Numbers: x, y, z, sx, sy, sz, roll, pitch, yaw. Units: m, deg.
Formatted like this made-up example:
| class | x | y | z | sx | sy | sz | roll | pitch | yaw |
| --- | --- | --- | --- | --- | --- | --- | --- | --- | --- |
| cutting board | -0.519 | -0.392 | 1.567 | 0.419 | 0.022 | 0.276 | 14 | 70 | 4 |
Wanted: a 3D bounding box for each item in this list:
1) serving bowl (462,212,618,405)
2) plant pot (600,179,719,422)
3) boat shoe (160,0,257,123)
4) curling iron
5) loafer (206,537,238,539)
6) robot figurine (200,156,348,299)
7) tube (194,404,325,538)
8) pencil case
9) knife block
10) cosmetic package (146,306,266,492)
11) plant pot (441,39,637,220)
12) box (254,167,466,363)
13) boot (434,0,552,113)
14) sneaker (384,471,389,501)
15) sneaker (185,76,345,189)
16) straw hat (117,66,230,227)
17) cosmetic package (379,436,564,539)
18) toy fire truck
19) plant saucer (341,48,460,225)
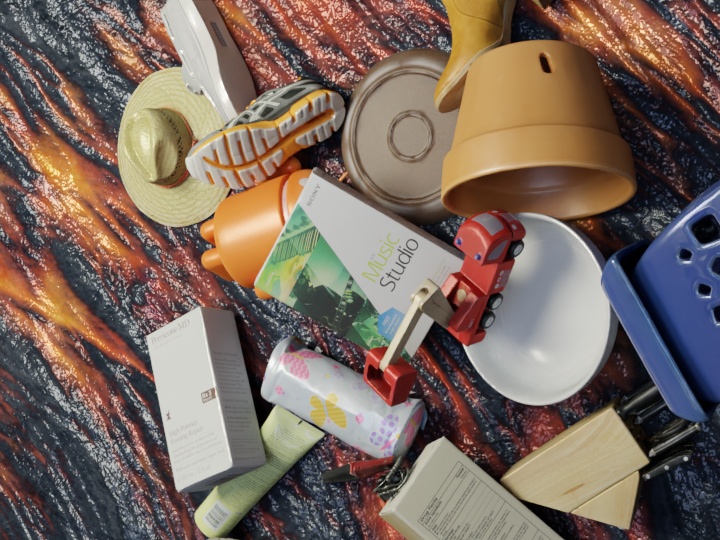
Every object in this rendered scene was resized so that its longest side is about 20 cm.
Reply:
| class | x | y | z | sx | sy | sz | roll | pitch | yaw |
| --- | --- | --- | --- | --- | --- | --- | --- | --- | --- |
| serving bowl | 0.198 | 0.039 | 1.069 | 0.198 | 0.065 | 0.205 | 4 | 96 | 45 |
| plant pot | 0.352 | 0.024 | 0.951 | 0.178 | 0.199 | 0.203 | -32 | 83 | 27 |
| boat shoe | -0.192 | -0.255 | 1.222 | 0.068 | 0.072 | 0.203 | -31 | 83 | 28 |
| curling iron | -0.002 | 0.237 | 1.144 | 0.026 | 0.050 | 0.199 | 43 | 155 | -14 |
| loafer | -0.108 | 0.381 | 1.242 | 0.196 | 0.070 | 0.071 | 12 | 58 | 11 |
| robot figurine | -0.095 | -0.050 | 1.172 | 0.197 | 0.145 | 0.118 | -17 | 115 | 23 |
| tube | -0.132 | 0.255 | 1.247 | 0.052 | 0.058 | 0.201 | 48 | 110 | 24 |
| pencil case | -0.021 | 0.152 | 1.171 | 0.197 | 0.090 | 0.085 | 25 | 112 | 19 |
| knife block | 0.262 | 0.175 | 1.068 | 0.196 | 0.064 | 0.180 | 11 | 98 | 22 |
| cosmetic package | -0.191 | 0.158 | 1.222 | 0.101 | 0.074 | 0.204 | -27 | 70 | 27 |
| plant pot | 0.180 | -0.142 | 1.021 | 0.196 | 0.200 | 0.143 | -5 | 76 | 22 |
| box | 0.000 | 0.000 | 1.093 | 0.197 | 0.036 | 0.146 | 29 | 105 | -4 |
| boot | 0.111 | -0.289 | 1.092 | 0.144 | 0.071 | 0.202 | 43 | 96 | 20 |
| sneaker | 0.073 | 0.338 | 1.151 | 0.200 | 0.077 | 0.111 | 44 | 99 | 7 |
| sneaker | -0.116 | -0.164 | 1.163 | 0.197 | 0.079 | 0.077 | -26 | 47 | -15 |
| straw hat | -0.255 | -0.156 | 1.246 | 0.197 | 0.085 | 0.206 | 2 | 94 | 22 |
| cosmetic package | 0.129 | 0.288 | 1.080 | 0.199 | 0.071 | 0.106 | 41 | 69 | 2 |
| toy fire truck | 0.087 | 0.036 | 1.032 | 0.049 | 0.139 | 0.203 | 39 | 125 | 34 |
| plant saucer | 0.062 | -0.154 | 1.145 | 0.196 | 0.032 | 0.205 | 2 | 96 | 23 |
